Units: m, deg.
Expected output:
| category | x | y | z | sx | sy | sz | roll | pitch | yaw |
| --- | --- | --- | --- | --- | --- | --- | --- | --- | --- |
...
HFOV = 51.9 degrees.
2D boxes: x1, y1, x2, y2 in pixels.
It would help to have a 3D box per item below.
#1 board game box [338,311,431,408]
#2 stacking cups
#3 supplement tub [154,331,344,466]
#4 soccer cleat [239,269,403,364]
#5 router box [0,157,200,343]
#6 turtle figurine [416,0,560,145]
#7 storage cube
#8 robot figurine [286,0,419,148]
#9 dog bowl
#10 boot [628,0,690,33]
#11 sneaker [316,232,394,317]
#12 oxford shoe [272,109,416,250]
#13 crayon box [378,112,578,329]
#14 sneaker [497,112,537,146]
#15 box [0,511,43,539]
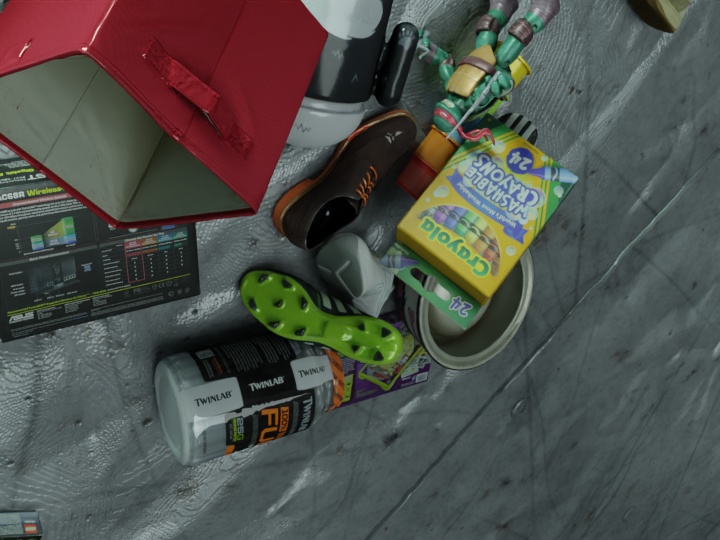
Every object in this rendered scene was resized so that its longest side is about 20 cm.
| category | x | y | z | sx | sy | sz | roll | pitch | yaw |
| --- | --- | --- | --- | --- | --- | --- | --- | --- | --- |
| board game box | 0.017 | 0.120 | 1.007 | 0.198 | 0.032 | 0.121 | -11 | 128 | -31 |
| stacking cups | 0.114 | -0.174 | 0.876 | 0.201 | 0.061 | 0.060 | -50 | 134 | 10 |
| supplement tub | -0.125 | 0.138 | 0.852 | 0.198 | 0.122 | 0.124 | -12 | 125 | -29 |
| soccer cleat | -0.045 | 0.057 | 0.848 | 0.081 | 0.198 | 0.068 | 45 | 68 | -84 |
| router box | -0.254 | -0.032 | 0.691 | 0.198 | 0.062 | 0.152 | -14 | 126 | -28 |
| turtle figurine | 0.120 | -0.219 | 0.789 | 0.201 | 0.149 | 0.101 | -54 | 147 | -8 |
| storage cube | -0.159 | -0.157 | 0.560 | 0.171 | 0.198 | 0.182 | 44 | 56 | -43 |
| robot figurine | -0.039 | -0.216 | 0.687 | 0.124 | 0.149 | 0.202 | -14 | 127 | -48 |
| dog bowl | 0.134 | 0.025 | 0.978 | 0.198 | 0.074 | 0.203 | -12 | 112 | -31 |
| boot | 0.381 | -0.406 | 0.897 | 0.199 | 0.073 | 0.156 | 27 | 101 | -45 |
| sneaker | 0.000 | 0.000 | 0.875 | 0.080 | 0.070 | 0.201 | -49 | 161 | -17 |
| oxford shoe | -0.003 | -0.096 | 0.822 | 0.200 | 0.072 | 0.071 | -44 | 134 | -3 |
| crayon box | 0.127 | -0.055 | 0.808 | 0.201 | 0.125 | 0.052 | -51 | 170 | -10 |
| sneaker | 0.138 | -0.090 | 0.903 | 0.200 | 0.075 | 0.116 | -46 | 169 | -9 |
| box | -0.462 | 0.326 | 0.789 | 0.198 | 0.040 | 0.138 | 14 | 110 | -40 |
